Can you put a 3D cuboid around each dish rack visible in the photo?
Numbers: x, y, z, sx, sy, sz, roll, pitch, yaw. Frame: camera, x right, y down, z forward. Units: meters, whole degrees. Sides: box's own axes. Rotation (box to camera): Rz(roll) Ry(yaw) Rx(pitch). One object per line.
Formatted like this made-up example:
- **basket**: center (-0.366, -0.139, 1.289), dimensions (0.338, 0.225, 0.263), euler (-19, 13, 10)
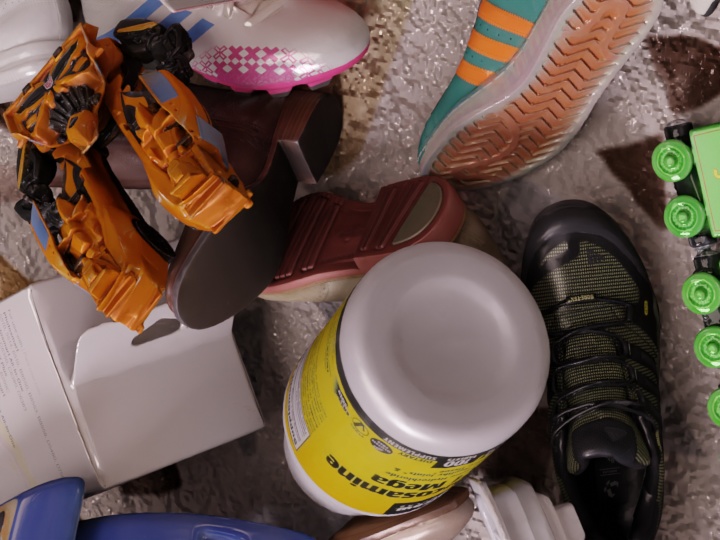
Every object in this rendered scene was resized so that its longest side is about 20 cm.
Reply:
- **dish rack**: center (0.110, 0.185, 1.182), dimensions (0.043, 0.200, 0.173), euler (-23, 86, -2)

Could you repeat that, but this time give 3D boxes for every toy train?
- **toy train**: center (0.200, 0.016, 1.156), dimensions (0.056, 0.042, 0.202), euler (-12, 94, 24)

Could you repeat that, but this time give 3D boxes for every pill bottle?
- **pill bottle**: center (0.021, 0.069, 1.203), dimensions (0.113, 0.112, 0.200), euler (58, 157, 9)

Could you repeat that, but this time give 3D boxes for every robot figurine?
- **robot figurine**: center (-0.136, -0.064, 1.218), dimensions (0.145, 0.058, 0.200), euler (-48, 43, 10)

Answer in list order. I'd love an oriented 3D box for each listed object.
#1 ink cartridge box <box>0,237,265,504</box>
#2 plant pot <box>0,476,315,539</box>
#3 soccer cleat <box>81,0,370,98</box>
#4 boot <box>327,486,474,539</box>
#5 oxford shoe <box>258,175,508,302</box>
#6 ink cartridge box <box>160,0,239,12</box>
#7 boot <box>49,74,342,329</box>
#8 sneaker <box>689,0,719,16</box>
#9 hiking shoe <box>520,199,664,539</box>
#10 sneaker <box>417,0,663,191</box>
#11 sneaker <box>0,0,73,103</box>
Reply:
- **ink cartridge box**: center (-0.163, 0.069, 1.328), dimensions (0.199, 0.128, 0.126), euler (-23, 88, 51)
- **plant pot**: center (-0.156, 0.234, 1.259), dimensions (0.200, 0.179, 0.202), euler (-29, 44, 55)
- **soccer cleat**: center (-0.088, -0.155, 1.278), dimensions (0.199, 0.070, 0.087), euler (10, 135, 33)
- **boot**: center (0.013, 0.219, 1.312), dimensions (0.199, 0.070, 0.147), euler (-21, 92, 41)
- **oxford shoe**: center (0.000, 0.000, 1.269), dimensions (0.075, 0.071, 0.199), euler (42, 153, -29)
- **ink cartridge box**: center (-0.109, -0.196, 1.215), dimensions (0.176, 0.199, 0.045), euler (47, 122, 16)
- **boot**: center (-0.132, -0.048, 1.291), dimensions (0.198, 0.187, 0.065), euler (9, 135, 29)
- **sneaker**: center (0.246, -0.156, 1.076), dimensions (0.199, 0.076, 0.088), euler (12, 123, 35)
- **hiking shoe**: center (0.132, 0.063, 1.165), dimensions (0.075, 0.101, 0.202), euler (-12, 102, 1)
- **sneaker**: center (0.091, -0.122, 1.186), dimensions (0.200, 0.071, 0.080), euler (-48, 41, 43)
- **sneaker**: center (-0.263, -0.147, 1.420), dimensions (0.198, 0.075, 0.089), euler (-10, 83, 29)
